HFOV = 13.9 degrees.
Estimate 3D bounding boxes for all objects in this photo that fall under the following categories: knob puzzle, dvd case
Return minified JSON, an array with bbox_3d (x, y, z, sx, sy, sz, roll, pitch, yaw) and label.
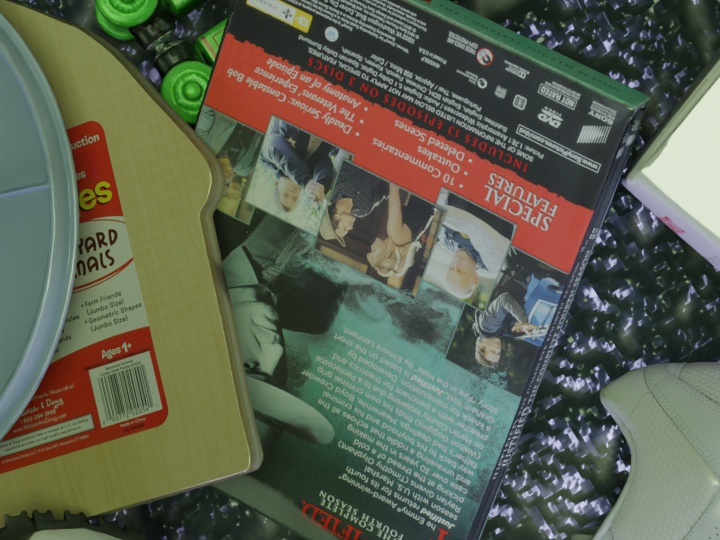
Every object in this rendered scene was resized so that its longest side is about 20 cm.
[{"bbox_3d":[-0.129,-0.005,1.046,0.219,0.030,0.221,-1,88,27],"label":"knob puzzle"},{"bbox_3d":[0.000,0.000,1.008,0.146,0.022,0.201,26,115,16],"label":"dvd case"}]

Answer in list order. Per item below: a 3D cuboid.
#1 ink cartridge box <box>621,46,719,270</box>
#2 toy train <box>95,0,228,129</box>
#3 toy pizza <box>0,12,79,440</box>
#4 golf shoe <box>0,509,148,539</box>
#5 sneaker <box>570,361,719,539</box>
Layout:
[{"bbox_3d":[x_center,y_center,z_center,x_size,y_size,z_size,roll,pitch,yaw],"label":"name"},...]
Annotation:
[{"bbox_3d":[0.205,-0.023,0.986,0.200,0.147,0.145,40,93,2],"label":"ink cartridge box"},{"bbox_3d":[-0.042,-0.063,1.054,0.056,0.042,0.200,-35,90,-7],"label":"toy train"},{"bbox_3d":[-0.180,-0.013,1.038,0.199,0.032,0.201,-2,86,26],"label":"toy pizza"},{"bbox_3d":[-0.060,0.164,1.004,0.078,0.095,0.200,-40,108,16],"label":"golf shoe"},{"bbox_3d":[0.118,0.126,1.042,0.092,0.076,0.201,6,94,23],"label":"sneaker"}]
